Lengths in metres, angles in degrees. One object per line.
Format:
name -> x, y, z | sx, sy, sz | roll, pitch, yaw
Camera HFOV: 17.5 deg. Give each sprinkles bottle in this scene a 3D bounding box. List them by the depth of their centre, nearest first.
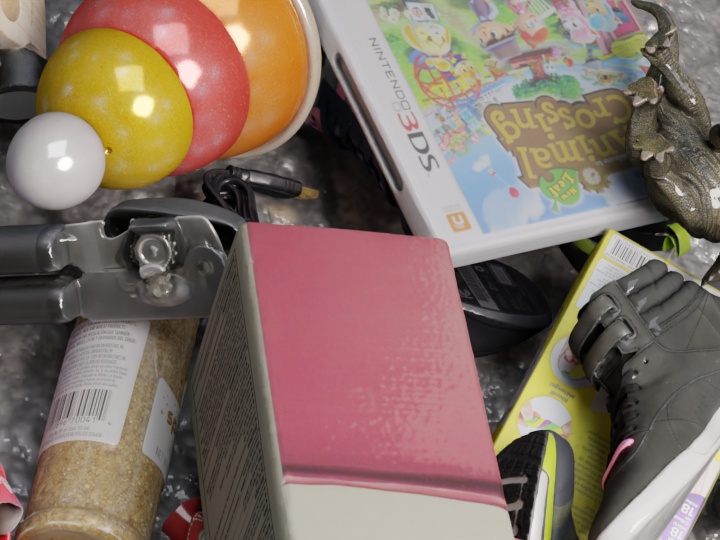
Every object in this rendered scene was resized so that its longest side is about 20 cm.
sprinkles bottle -> -0.122, 0.062, 1.186 | 0.068, 0.068, 0.201 | 17, 53, -8

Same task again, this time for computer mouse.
computer mouse -> 0.000, 0.000, 1.292 | 0.199, 0.046, 0.141 | 9, 27, -31

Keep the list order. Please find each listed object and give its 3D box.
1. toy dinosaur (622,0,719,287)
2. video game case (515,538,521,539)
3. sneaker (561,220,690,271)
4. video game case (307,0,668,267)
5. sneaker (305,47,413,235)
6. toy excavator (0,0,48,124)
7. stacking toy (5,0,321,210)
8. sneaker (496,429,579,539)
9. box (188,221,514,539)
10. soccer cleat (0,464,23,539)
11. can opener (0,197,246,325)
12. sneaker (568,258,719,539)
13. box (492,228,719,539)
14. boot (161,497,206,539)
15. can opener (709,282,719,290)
toy dinosaur -> 0.170, -0.062, 1.248 | 0.077, 0.102, 0.200 | -25, 51, -10
video game case -> 0.128, 0.218, 1.133 | 0.200, 0.017, 0.144 | 19, 69, -32
sneaker -> 0.126, -0.080, 1.370 | 0.072, 0.083, 0.200 | -28, 69, -34
video game case -> 0.087, -0.097, 1.293 | 0.199, 0.022, 0.183 | -12, 66, -31
sneaker -> 0.006, -0.081, 1.334 | 0.082, 0.070, 0.200 | -12, 44, 1
toy excavator -> -0.283, -0.134, 1.242 | 0.199, 0.194, 0.100 | -14, 69, 19
stacking toy -> -0.125, -0.091, 1.225 | 0.146, 0.146, 0.200 | 37, 41, 8
sneaker -> 0.095, 0.180, 1.171 | 0.081, 0.074, 0.201 | 9, 77, -31
box -> -0.009, 0.093, 1.092 | 0.109, 0.128, 0.200 | 4, 46, -16
soccer cleat -> -0.200, 0.094, 1.125 | 0.076, 0.067, 0.201 | -16, 63, 7
can opener -> -0.154, -0.004, 1.184 | 0.199, 0.054, 0.067 | -2, 19, 18
sneaker -> 0.135, 0.069, 1.175 | 0.099, 0.071, 0.200 | 35, 44, 9
box -> 0.134, 0.092, 1.246 | 0.117, 0.048, 0.200 | 30, 69, 2
boot -> -0.035, 0.179, 1.139 | 0.144, 0.073, 0.200 | 15, 47, -6
can opener -> 0.237, 0.014, 1.354 | 0.053, 0.067, 0.200 | 8, 33, 43
